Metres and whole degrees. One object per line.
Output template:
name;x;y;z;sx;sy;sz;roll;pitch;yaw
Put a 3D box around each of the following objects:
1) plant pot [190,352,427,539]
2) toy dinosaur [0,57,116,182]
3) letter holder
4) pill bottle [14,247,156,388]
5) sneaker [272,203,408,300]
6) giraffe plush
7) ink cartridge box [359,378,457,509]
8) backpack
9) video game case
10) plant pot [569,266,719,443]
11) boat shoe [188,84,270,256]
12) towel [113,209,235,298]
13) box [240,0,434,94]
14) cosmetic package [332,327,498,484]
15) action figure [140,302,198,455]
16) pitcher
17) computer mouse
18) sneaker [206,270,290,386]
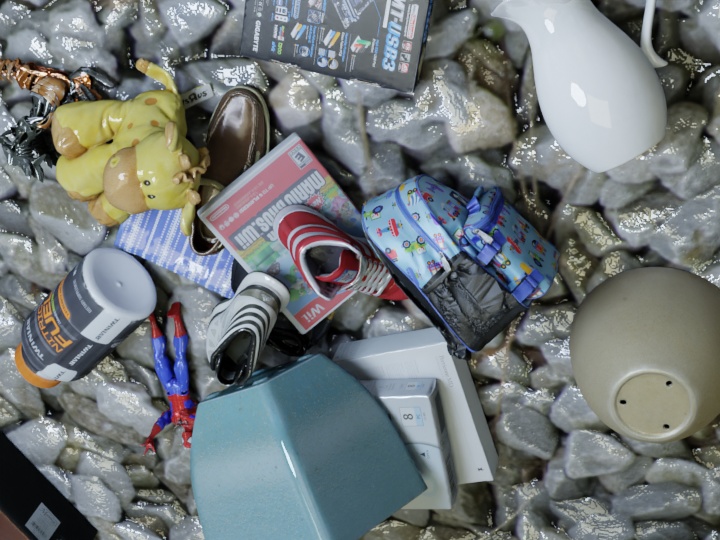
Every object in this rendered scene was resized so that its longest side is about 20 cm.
plant pot;-0.079;0.211;1.599;0.196;0.196;0.201;-19;93;40
toy dinosaur;-0.354;-0.185;1.603;0.200;0.102;0.136;36;106;14
letter holder;-0.489;0.346;1.896;0.142;0.101;0.200;-33;106;28
pill bottle;-0.345;0.067;1.703;0.106;0.106;0.200;42;124;-10
sneaker;0.000;0.000;1.542;0.200;0.113;0.071;24;105;-25
giraffe plush;-0.229;-0.114;1.514;0.200;0.162;0.173;-37;127;5
ink cartridge box;0.007;0.211;1.674;0.199;0.047;0.161;-4;116;17
backpack;0.103;-0.028;1.514;0.200;0.183;0.135;47;110;1
video game case;-0.070;-0.039;1.578;0.143;0.017;0.200;-39;119;1
plant pot;0.329;0.115;1.551;0.200;0.135;0.201;5;118;10
boat shoe;-0.151;-0.107;1.574;0.074;0.075;0.203;15;111;5
towel;-0.186;-0.045;1.657;0.200;0.024;0.145;25;120;0
box;-0.019;-0.303;1.465;0.198;0.050;0.201;12;119;6
cosmetic package;0.068;0.172;1.692;0.150;0.052;0.200;-10;115;22
action figure;-0.240;0.151;1.735;0.065;0.099;0.201;-2;119;16
pitcher;0.251;-0.218;1.414;0.171;0.121;0.200;-28;97;9
computer mouse;-0.090;0.016;1.628;0.140;0.046;0.200;22;117;0
sneaker;-0.153;0.091;1.593;0.076;0.116;0.201;30;144;-4
